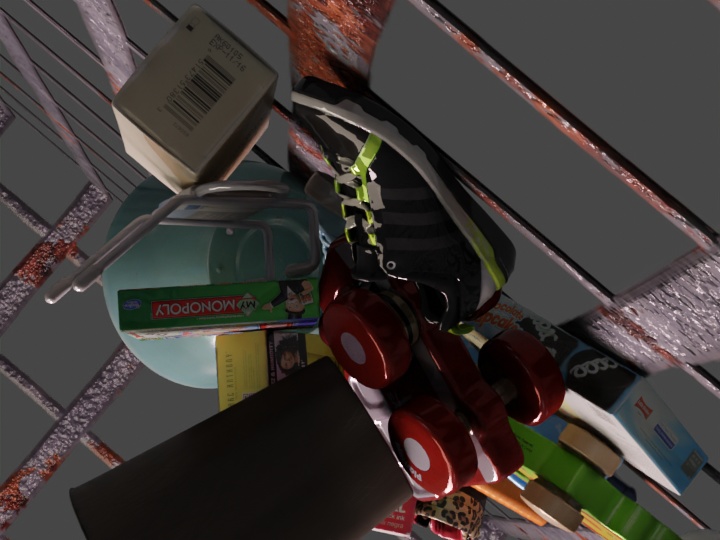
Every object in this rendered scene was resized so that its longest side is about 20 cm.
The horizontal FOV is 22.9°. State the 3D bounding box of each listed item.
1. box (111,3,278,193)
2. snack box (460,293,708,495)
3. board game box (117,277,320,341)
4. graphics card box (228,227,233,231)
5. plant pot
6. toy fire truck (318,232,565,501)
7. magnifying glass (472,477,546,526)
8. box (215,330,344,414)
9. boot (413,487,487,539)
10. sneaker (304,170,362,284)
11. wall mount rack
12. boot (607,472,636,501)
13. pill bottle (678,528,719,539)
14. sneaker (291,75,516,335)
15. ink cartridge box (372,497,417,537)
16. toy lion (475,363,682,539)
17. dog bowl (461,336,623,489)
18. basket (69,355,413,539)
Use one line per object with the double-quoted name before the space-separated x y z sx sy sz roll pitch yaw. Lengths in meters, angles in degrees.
"box" -0.118 -0.112 1.274 0.078 0.095 0.200 39 175 0
"snack box" 0.147 0.077 1.267 0.199 0.037 0.116 32 169 47
"board game box" -0.097 0.029 1.257 0.133 0.030 0.200 -3 176 -3
"graphics card box" -0.071 -0.029 1.715 0.199 0.051 0.125 40 174 -6
"plant pot" -0.098 -0.001 1.495 0.200 0.201 0.161 42 161 -18
"toy fire truck" 0.032 0.065 1.220 0.201 0.112 0.168 59 151 -5
"magnifying glass" 0.074 0.155 1.484 0.199 0.080 0.022 30 165 -10
"box" -0.034 0.088 1.363 0.050 0.076 0.199 -7 171 31
"boot" 0.097 0.166 1.592 0.072 0.152 0.200 18 167 6
"sneaker" 0.000 0.000 1.382 0.074 0.082 0.200 32 171 38
"wall mount rack" -0.127 -0.017 1.248 0.172 0.076 0.200 0 174 -19
"boot" 0.194 0.199 1.626 0.090 0.073 0.200 45 173 6
"pill bottle" 0.310 0.290 1.416 0.200 0.112 0.112 46 171 -36
"sneaker" 0.019 -0.032 1.082 0.200 0.083 0.072 44 171 -28
"ink cartridge box" 0.017 0.123 1.560 0.082 0.202 0.145 12 174 -3
"toy lion" 0.154 0.160 1.338 0.199 0.069 0.192 31 173 41
"dog bowl" 0.123 0.117 1.445 0.200 0.050 0.111 41 151 -9
"basket" -0.076 0.158 1.203 0.137 0.199 0.180 61 173 -30
